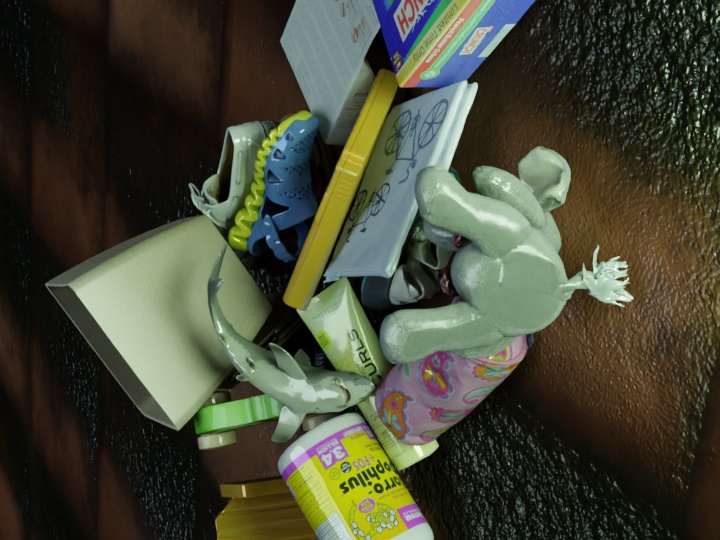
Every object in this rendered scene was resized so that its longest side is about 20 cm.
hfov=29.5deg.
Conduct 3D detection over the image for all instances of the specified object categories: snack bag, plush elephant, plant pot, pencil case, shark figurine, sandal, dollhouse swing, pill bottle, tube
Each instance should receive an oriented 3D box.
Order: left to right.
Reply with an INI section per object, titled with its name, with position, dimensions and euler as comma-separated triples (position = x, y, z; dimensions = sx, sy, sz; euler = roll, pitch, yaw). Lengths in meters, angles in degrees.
[plant pot]
position = -0.221, 0.044, 1.574
dimensions = 0.200, 0.177, 0.200
euler = 56, 163, -12
[shark figurine]
position = -0.089, 0.083, 1.410
dimensions = 0.214, 0.089, 0.128
euler = 38, 124, 5
[sandal]
position = -0.077, -0.087, 1.510
dimensions = 0.087, 0.079, 0.201
euler = 34, 130, 16
[dollhouse swing]
position = -0.069, 0.340, 1.565
dimensions = 0.176, 0.181, 0.201
euler = 146, 117, -82
[pill bottle]
position = 0.006, 0.252, 1.385
dimensions = 0.200, 0.104, 0.104
euler = 57, 145, 17
[tube]
position = 0.008, 0.109, 1.405
dimensions = 0.201, 0.058, 0.052
euler = 60, 173, 5
[snack bag]
position = 0.035, -0.079, 1.297
dimensions = 0.201, 0.021, 0.188
euler = -68, 18, -9
[pencil case]
position = 0.085, 0.092, 1.293
dimensions = 0.200, 0.087, 0.088
euler = -55, 48, 52
[plush elephant]
position = 0.115, -0.017, 1.143
dimensions = 0.155, 0.199, 0.166
euler = -103, 17, -71

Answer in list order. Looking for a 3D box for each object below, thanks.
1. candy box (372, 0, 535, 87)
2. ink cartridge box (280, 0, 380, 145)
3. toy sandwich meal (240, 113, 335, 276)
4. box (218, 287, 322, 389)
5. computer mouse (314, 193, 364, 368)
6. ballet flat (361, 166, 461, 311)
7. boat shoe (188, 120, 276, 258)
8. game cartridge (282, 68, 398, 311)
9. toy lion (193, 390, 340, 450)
[candy box]
position = 0.071, -0.292, 1.240
dimensions = 0.169, 0.077, 0.201
euler = -45, 57, 56
[ink cartridge box]
position = -0.015, -0.258, 1.455
dimensions = 0.200, 0.047, 0.161
euler = -60, 44, 46
[toy sandwich meal]
position = -0.094, -0.089, 1.614
dimensions = 0.205, 0.070, 0.206
euler = 22, 115, 60
[box]
position = -0.139, 0.084, 1.657
dimensions = 0.021, 0.163, 0.200
euler = 51, 157, -14
[computer mouse]
position = 0.000, 0.000, 1.458
dimensions = 0.139, 0.052, 0.201
euler = -85, 12, -49
[ballet flat]
position = 0.055, -0.014, 1.342
dimensions = 0.073, 0.073, 0.201
euler = 61, 141, 37
[boat shoe]
position = -0.160, -0.087, 1.581
dimensions = 0.075, 0.086, 0.202
euler = 63, 144, 34
[game cartridge]
position = -0.019, -0.084, 1.399
dimensions = 0.177, 0.032, 0.201
euler = -69, 0, -50
[toy lion]
position = -0.086, 0.151, 1.522
dimensions = 0.192, 0.199, 0.069
euler = 135, 125, -78
